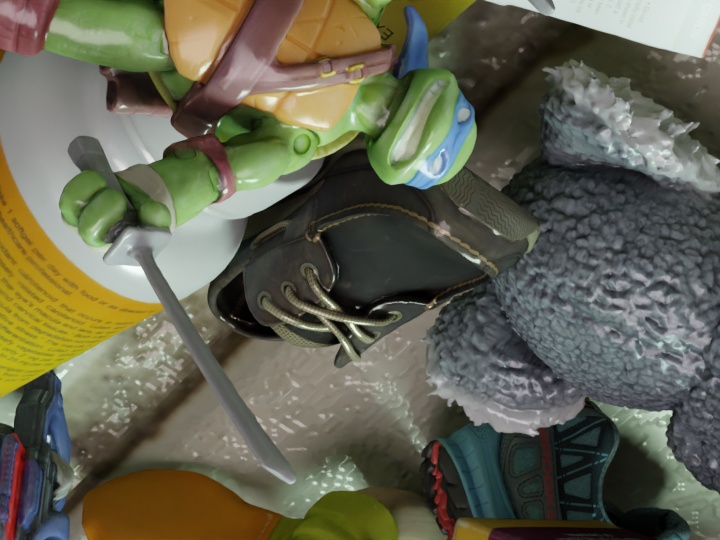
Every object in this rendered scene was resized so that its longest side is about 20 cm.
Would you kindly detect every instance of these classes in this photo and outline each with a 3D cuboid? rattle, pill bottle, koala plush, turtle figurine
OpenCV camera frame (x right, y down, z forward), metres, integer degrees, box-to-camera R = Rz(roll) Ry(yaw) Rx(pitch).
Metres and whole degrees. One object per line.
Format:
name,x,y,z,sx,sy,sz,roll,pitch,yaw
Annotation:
rattle,-0.016,0.169,1.088,0.143,0.130,0.200,-10,152,24
pill bottle,-0.111,-0.027,0.904,0.200,0.111,0.111,-27,120,33
koala plush,0.133,0.014,0.911,0.200,0.184,0.177,27,124,-1
turtle figurine,-0.048,-0.081,0.730,0.194,0.200,0.144,29,120,-3

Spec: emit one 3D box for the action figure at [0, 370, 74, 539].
action figure,-0.171,0.142,0.997,0.104,0.200,0.194,4,132,-2

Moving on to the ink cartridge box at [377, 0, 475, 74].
ink cartridge box,-0.043,-0.149,0.869,0.198,0.047,0.200,38,118,-22

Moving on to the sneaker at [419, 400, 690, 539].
sneaker,0.102,0.141,1.041,0.095,0.079,0.200,-26,117,-6

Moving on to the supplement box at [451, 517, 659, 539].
supplement box,0.124,0.178,0.907,0.200,0.103,0.131,15,94,38

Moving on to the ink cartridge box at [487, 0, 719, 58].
ink cartridge box,0.033,-0.147,0.794,0.200,0.050,0.109,16,136,-4

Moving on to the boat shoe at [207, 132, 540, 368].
boat shoe,0.000,0.000,0.892,0.074,0.073,0.200,33,167,-15
